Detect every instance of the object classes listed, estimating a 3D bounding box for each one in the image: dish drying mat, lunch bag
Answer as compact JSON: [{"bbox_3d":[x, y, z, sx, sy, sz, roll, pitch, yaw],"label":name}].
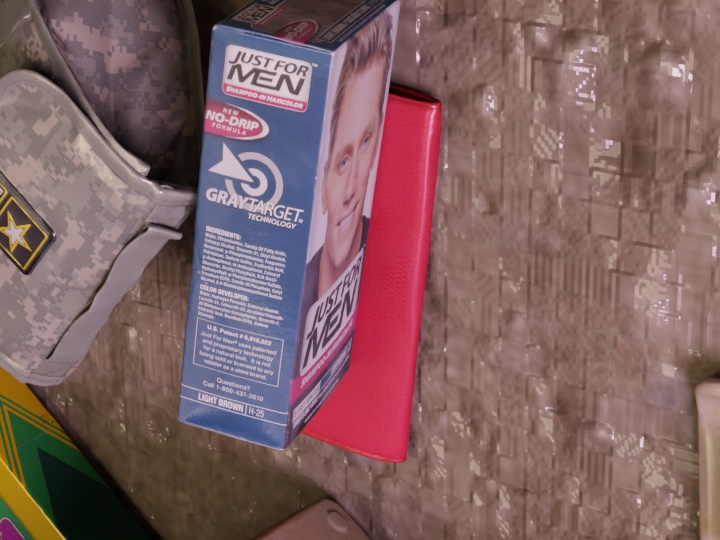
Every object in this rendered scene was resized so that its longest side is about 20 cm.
[{"bbox_3d":[0.000,0.000,0.941,0.076,0.018,0.202,18,116,27],"label":"dish drying mat"},{"bbox_3d":[-0.156,-0.064,0.923,0.164,0.117,0.201,-48,49,38],"label":"lunch bag"}]

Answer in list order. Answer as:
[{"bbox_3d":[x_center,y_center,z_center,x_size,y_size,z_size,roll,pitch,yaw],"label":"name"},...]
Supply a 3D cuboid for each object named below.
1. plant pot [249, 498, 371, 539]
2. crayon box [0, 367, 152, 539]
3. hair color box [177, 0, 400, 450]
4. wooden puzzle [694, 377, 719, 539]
[{"bbox_3d":[-0.053,0.240,0.970,0.200,0.200,0.177,47,117,11],"label":"plant pot"},{"bbox_3d":[-0.225,0.183,1.150,0.173,0.058,0.200,50,130,11],"label":"crayon box"},{"bbox_3d":[-0.034,-0.028,0.873,0.060,0.100,0.202,14,116,14],"label":"hair color box"},{"bbox_3d":[0.232,0.154,0.813,0.184,0.046,0.202,6,111,34],"label":"wooden puzzle"}]
